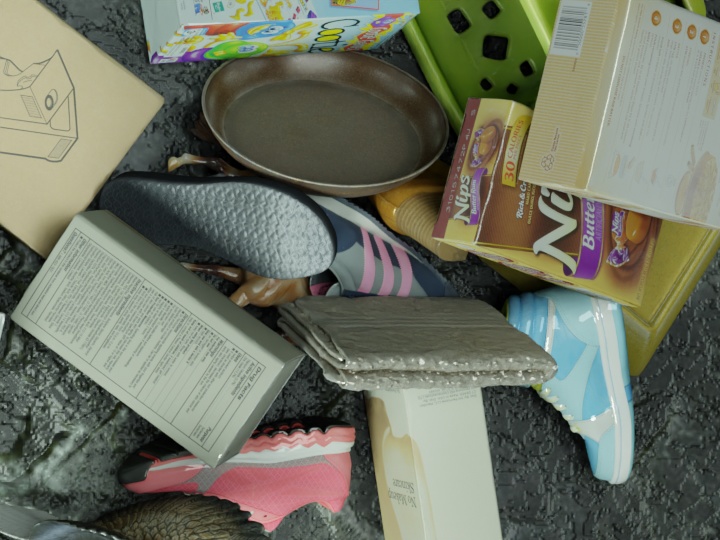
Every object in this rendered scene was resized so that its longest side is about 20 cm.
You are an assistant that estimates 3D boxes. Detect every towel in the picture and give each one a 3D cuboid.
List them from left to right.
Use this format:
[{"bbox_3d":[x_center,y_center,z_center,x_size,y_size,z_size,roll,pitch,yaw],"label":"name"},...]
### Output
[{"bbox_3d":[0.044,0.058,1.539,0.200,0.133,0.035,1,112,-26],"label":"towel"}]

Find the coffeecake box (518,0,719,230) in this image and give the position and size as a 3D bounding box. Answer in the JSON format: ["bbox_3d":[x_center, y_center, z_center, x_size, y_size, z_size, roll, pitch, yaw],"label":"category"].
[{"bbox_3d":[0.229,-0.122,1.505,0.200,0.073,0.154,12,91,-42],"label":"coffeecake box"}]

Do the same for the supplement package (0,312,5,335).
[{"bbox_3d":[-0.381,0.064,1.443,0.200,0.117,0.117,14,84,-21],"label":"supplement package"}]

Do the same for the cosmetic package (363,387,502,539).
[{"bbox_3d":[0.060,0.171,1.619,0.071,0.105,0.200,-9,91,-20],"label":"cosmetic package"}]

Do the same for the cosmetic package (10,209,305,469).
[{"bbox_3d":[-0.155,0.050,1.500,0.200,0.073,0.104,36,100,7],"label":"cosmetic package"}]

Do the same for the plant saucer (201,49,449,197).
[{"bbox_3d":[-0.030,-0.116,1.564,0.200,0.200,0.032,-5,131,-21],"label":"plant saucer"}]

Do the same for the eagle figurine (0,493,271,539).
[{"bbox_3d":[-0.186,0.226,1.481,0.200,0.152,0.151,-34,122,24],"label":"eagle figurine"}]

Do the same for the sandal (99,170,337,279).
[{"bbox_3d":[-0.107,-0.046,1.523,0.200,0.043,0.076,13,115,19],"label":"sandal"}]

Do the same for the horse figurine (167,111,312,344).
[{"bbox_3d":[-0.094,-0.031,1.591,0.132,0.050,0.200,-2,92,-15],"label":"horse figurine"}]

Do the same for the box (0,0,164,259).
[{"bbox_3d":[-0.279,-0.132,1.535,0.200,0.021,0.164,38,77,-16],"label":"box"}]

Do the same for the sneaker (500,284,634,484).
[{"bbox_3d":[0.167,0.098,1.683,0.130,0.080,0.200,-8,111,3],"label":"sneaker"}]

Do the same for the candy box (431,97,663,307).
[{"bbox_3d":[0.156,-0.052,1.542,0.200,0.056,0.117,18,85,-38],"label":"candy box"}]

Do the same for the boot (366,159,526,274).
[{"bbox_3d":[0.092,-0.062,1.626,0.201,0.144,0.071,0,123,-40],"label":"boot"}]

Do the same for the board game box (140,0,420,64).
[{"bbox_3d":[-0.069,-0.234,1.566,0.200,0.103,0.105,-6,81,-21],"label":"board game box"}]

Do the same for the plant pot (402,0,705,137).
[{"bbox_3d":[0.156,-0.236,1.615,0.181,0.200,0.199,-30,100,-24],"label":"plant pot"}]

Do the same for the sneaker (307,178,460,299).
[{"bbox_3d":[0.000,0.000,1.602,0.200,0.070,0.082,35,87,-38],"label":"sneaker"}]

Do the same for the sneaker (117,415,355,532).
[{"bbox_3d":[-0.095,0.173,1.575,0.200,0.074,0.087,-6,96,-19],"label":"sneaker"}]

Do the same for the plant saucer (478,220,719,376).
[{"bbox_3d":[0.233,-0.039,1.716,0.200,0.048,0.200,38,77,-17],"label":"plant saucer"}]
